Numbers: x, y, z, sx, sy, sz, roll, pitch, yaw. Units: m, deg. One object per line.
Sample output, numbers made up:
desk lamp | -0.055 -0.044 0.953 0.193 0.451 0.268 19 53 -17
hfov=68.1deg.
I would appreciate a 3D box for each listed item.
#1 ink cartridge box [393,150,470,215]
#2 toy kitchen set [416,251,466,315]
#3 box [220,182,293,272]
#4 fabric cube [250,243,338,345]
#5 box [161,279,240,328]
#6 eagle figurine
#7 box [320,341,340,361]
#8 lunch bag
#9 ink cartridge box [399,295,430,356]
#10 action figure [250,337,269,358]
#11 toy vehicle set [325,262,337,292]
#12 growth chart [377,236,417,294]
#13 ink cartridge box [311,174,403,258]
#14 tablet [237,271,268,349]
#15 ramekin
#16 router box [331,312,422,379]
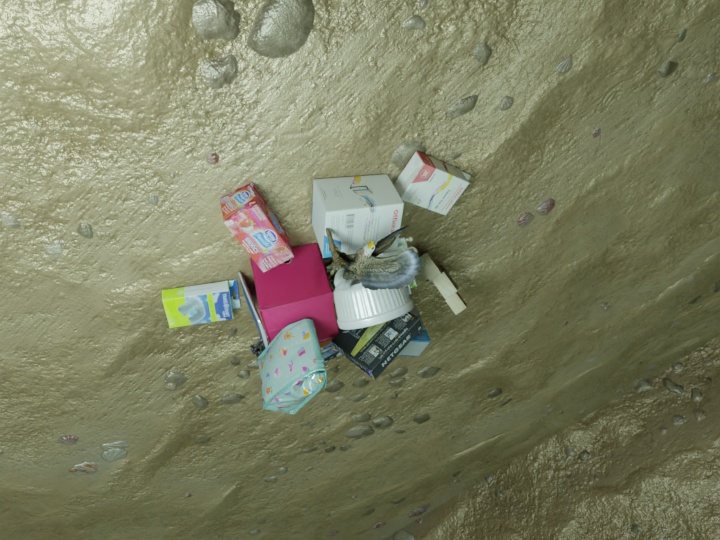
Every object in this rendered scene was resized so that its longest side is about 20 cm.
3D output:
ink cartridge box | 0.204 -0.223 1.416 0.200 0.068 0.117 14 126 -32
toy kitchen set | 0.201 0.070 1.643 0.180 0.200 0.163 -37 176 12
box | -0.255 -0.104 1.327 0.095 0.100 0.200 -26 136 4
fabric cube | -0.181 0.076 1.463 0.196 0.200 0.200 -12 136 -9
box | -0.439 0.093 1.487 0.200 0.048 0.122 -8 135 -13
eagle figurine | 0.028 -0.030 1.248 0.200 0.151 0.152 -2 92 -19
box | -0.139 0.266 1.723 0.200 0.042 0.119 -28 150 7
lunch bag | -0.164 0.242 1.364 0.122 0.171 0.200 23 123 -37
ink cartridge box | 0.111 0.163 1.666 0.144 0.200 0.085 8 133 -27
action figure | -0.276 0.251 1.652 0.119 0.200 0.102 40 78 -9
toy vehicle set | 0.000 0.000 1.575 0.200 0.027 0.124 -25 132 2
growth chart | 0.086 0.008 1.435 0.144 0.018 0.201 -1 106 11
ink cartridge box | -0.011 -0.142 1.354 0.200 0.145 0.147 -7 134 -15
tablet | -0.290 0.108 1.449 0.014 0.200 0.130 -20 138 -15
ramekin | 0.027 0.068 1.354 0.200 0.200 0.105 -16 96 -6
router box | 0.045 0.174 1.454 0.200 0.157 0.052 -44 143 -17
